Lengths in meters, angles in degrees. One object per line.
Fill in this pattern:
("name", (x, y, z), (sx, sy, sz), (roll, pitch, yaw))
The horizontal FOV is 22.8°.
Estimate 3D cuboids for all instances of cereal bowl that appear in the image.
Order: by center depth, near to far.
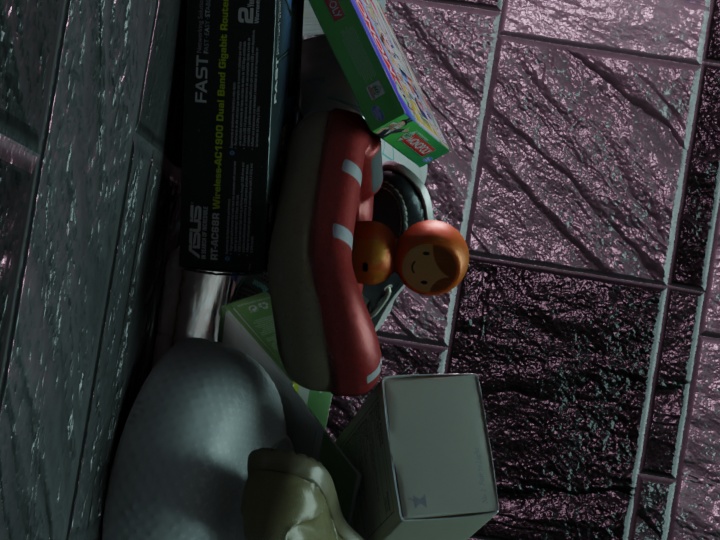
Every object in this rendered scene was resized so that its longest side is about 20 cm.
("cereal bowl", (-0.100, 0.151, 1.233), (0.200, 0.083, 0.201), (10, 90, -73))

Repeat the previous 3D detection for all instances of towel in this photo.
("towel", (-0.127, 0.060, 1.349), (0.200, 0.032, 0.192), (-71, 170, -80))

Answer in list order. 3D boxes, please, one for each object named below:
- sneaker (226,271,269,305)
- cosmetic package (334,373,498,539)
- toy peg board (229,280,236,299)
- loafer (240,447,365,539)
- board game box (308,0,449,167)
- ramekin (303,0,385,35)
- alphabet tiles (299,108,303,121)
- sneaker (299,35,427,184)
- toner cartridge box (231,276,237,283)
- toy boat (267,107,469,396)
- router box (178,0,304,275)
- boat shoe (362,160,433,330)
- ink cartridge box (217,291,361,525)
("sneaker", (-0.093, 0.068, 1.471), (0.091, 0.077, 0.200), (-81, -174, -46))
("cosmetic package", (0.030, 0.153, 1.270), (0.200, 0.073, 0.104), (125, -39, -64))
("toy peg board", (-0.076, 0.062, 1.758), (0.200, 0.097, 0.200), (92, 8, -75))
("loafer", (-0.042, 0.191, 1.189), (0.068, 0.076, 0.200), (-66, 151, -30))
("board game box", (-0.004, -0.177, 1.268), (0.200, 0.029, 0.135), (65, 11, 13))
("ramekin", (-0.020, -0.297, 1.539), (0.202, 0.094, 0.203), (-175, -90, -89))
("alphabet tiles", (-0.059, -0.144, 1.497), (0.167, 0.006, 0.201), (94, -19, -61))
("sneaker", (-0.003, -0.097, 1.376), (0.200, 0.070, 0.080), (45, 36, -55))
("toner cartridge box", (-0.054, 0.005, 1.547), (0.200, 0.043, 0.095), (44, -47, 53))
("toy boat", (0.009, -0.010, 1.217), (0.131, 0.130, 0.201), (85, 10, -57))
("router box", (-0.080, -0.111, 1.232), (0.150, 0.062, 0.201), (-66, 160, -74))
("boat shoe", (0.000, 0.000, 1.360), (0.060, 0.076, 0.200), (-37, 156, -37))
("ink cartridge box", (-0.046, 0.133, 1.334), (0.200, 0.048, 0.146), (46, -41, 38))
